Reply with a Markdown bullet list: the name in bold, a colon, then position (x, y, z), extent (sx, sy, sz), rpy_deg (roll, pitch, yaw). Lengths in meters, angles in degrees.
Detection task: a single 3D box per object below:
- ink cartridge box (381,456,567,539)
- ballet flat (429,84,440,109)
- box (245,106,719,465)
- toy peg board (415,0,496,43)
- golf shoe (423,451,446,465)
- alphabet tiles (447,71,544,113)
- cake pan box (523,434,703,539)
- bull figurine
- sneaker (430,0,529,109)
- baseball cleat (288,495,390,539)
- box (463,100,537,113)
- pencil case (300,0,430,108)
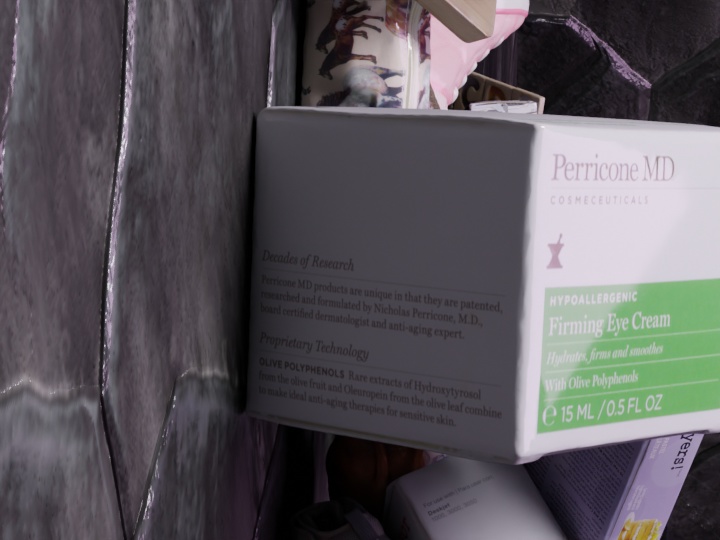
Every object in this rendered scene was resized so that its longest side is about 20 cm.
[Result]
- **ink cartridge box**: position (0.093, 0.223, 1.365), extent (0.200, 0.084, 0.145), rpy_deg (58, -20, 24)
- **ballet flat**: position (0.031, -0.096, 1.410), extent (0.046, 0.067, 0.201), rpy_deg (-40, 111, -44)
- **box**: position (0.074, 0.001, 1.191), extent (0.198, 0.199, 0.172), rpy_deg (-2, 96, -48)
- **toy peg board**: position (0.054, -0.270, 1.247), extent (0.200, 0.097, 0.200), rpy_deg (34, 53, -45)
- **golf shoe**: position (0.028, 0.120, 1.588), extent (0.200, 0.097, 0.079), rpy_deg (-29, -121, 55)
- **alphabet tiles**: position (0.084, -0.067, 1.700), extent (0.200, 0.008, 0.168), rpy_deg (27, -67, 50)
- **cake pan box**: position (0.135, 0.050, 1.347), extent (0.200, 0.052, 0.185), rpy_deg (50, -48, 44)
- **bull figurine**: position (0.006, 0.126, 1.442), extent (0.200, 0.065, 0.122), rpy_deg (108, -19, -63)
- **sneaker**: position (0.045, -0.143, 1.500), extent (0.200, 0.075, 0.105), rpy_deg (-13, 107, -54)
- **baseball cleat**: position (-0.010, 0.204, 1.402), extent (0.107, 0.069, 0.200), rpy_deg (58, -29, 17)
- **box**: position (0.098, -0.019, 1.565), extent (0.158, 0.049, 0.201), rpy_deg (-63, 154, -88)
- **pencil case**: position (0.008, -0.100, 1.322), extent (0.078, 0.089, 0.201), rpy_deg (-1, 96, -55)
